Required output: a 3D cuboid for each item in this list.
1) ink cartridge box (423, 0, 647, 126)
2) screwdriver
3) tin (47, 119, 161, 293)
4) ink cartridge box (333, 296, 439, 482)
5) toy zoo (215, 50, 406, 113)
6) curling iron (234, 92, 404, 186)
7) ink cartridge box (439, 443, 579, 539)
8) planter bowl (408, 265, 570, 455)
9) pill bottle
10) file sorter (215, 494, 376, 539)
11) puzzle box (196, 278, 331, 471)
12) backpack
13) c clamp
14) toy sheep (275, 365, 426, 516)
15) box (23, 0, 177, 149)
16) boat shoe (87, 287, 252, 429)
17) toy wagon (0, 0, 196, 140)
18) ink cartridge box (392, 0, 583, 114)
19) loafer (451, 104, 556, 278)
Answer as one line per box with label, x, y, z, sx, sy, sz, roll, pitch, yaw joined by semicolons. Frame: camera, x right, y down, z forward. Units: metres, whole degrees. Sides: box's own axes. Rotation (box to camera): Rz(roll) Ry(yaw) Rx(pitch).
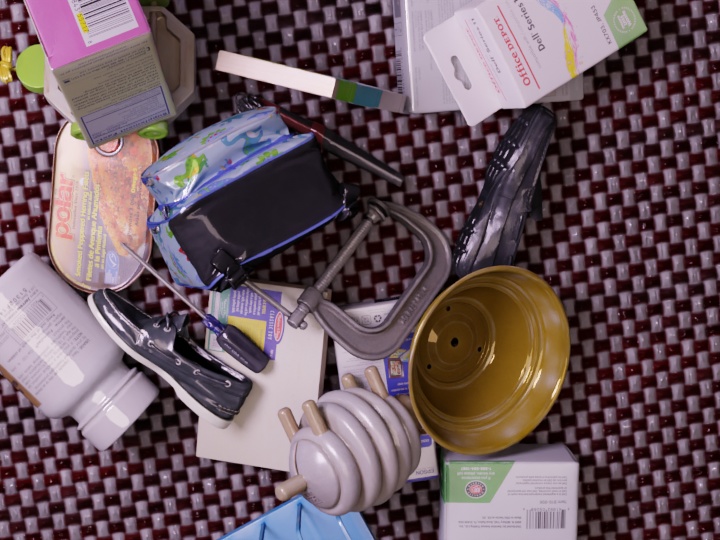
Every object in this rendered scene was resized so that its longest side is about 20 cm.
ink cartridge box;0.177;-0.242;1.399;0.199;0.067;0.118;-33;104;-11
screwdriver;-0.175;0.038;1.434;0.200;0.029;0.028;40;67;-8
tin;-0.271;-0.077;1.456;0.111;0.042;0.202;6;97;-6
ink cartridge box;0.026;0.131;1.491;0.094;0.037;0.202;-8;95;-1
toy zoo;-0.039;-0.186;1.373;0.130;0.200;0.021;17;98;23
curling iron;-0.045;-0.134;1.454;0.199;0.026;0.050;24;57;-8
ink cartridge box;0.157;0.295;1.490;0.145;0.083;0.202;1;97;-2
planter bowl;0.117;0.085;1.446;0.199;0.083;0.202;-8;107;-27
pill bottle;-0.311;0.089;1.438;0.114;0.114;0.200;-45;96;5
file sorter;-0.076;0.340;1.473;0.199;0.123;0.140;-29;98;2
puzzle box;-0.103;0.110;1.475;0.132;0.025;0.202;8;98;12
backpack;-0.128;-0.072;1.374;0.182;0.200;0.148;-32;97;-19
c clamp;0.000;0.000;1.440;0.171;0.027;0.200;44;67;-3
toy sheep;-0.012;0.182;1.409;0.199;0.137;0.139;-25;99;-33
box;-0.258;-0.240;1.299;0.096;0.200;0.177;-22;76;-7
boat shoe;-0.194;0.077;1.438;0.199;0.075;0.066;44;103;0
toy wagon;-0.269;-0.210;1.416;0.198;0.040;0.157;-2;76;0
ink cartridge box;0.134;-0.252;1.446;0.198;0.047;0.162;-6;98;-17
loafer;0.162;-0.076;1.452;0.070;0.068;0.202;20;100;-14
